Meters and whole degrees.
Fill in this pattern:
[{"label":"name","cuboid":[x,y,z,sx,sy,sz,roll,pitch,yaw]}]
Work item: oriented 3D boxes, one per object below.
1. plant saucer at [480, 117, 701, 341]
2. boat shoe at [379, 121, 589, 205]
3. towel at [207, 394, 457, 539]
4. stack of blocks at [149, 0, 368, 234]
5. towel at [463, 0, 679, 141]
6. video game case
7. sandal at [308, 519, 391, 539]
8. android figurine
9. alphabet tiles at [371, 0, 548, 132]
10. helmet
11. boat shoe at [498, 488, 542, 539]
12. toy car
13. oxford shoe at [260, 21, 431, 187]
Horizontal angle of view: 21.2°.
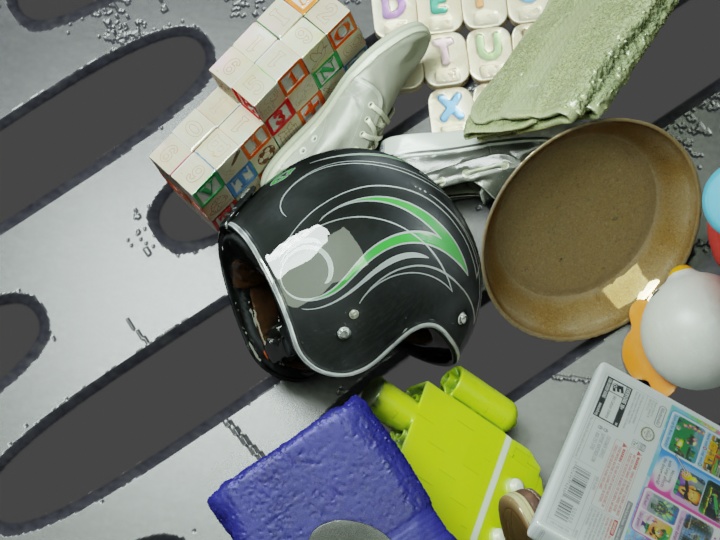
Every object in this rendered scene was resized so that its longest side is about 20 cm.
[{"label":"plant saucer","cuboid":[0.183,-0.038,1.571,0.200,0.201,0.035,-32,34,-4]},{"label":"boat shoe","cuboid":[0.115,-0.084,1.628,0.199,0.071,0.064,-6,74,12]},{"label":"towel","cuboid":[-0.006,0.214,1.447,0.147,0.050,0.201,-33,86,-2]},{"label":"stack of blocks","cuboid":[-0.083,-0.139,1.628,0.200,0.115,0.059,-46,65,-7]},{"label":"towel","cuboid":[0.177,-0.181,1.578,0.037,0.148,0.200,53,57,-24]},{"label":"video game case","cuboid":[0.238,0.180,1.497,0.181,0.024,0.200,29,42,2]},{"label":"sandal","cuboid":[0.018,0.268,1.381,0.076,0.043,0.201,-22,71,-3]},{"label":"android figurine","cuboid":[0.074,0.172,1.529,0.200,0.041,0.183,35,59,-19]},{"label":"alphabet tiles","cuboid":[0.111,-0.211,1.686,0.199,0.015,0.197,-6,75,4]},{"label":"helmet","cuboid":[0.000,0.000,1.552,0.190,0.200,0.201,-23,74,-18]},{"label":"boat shoe","cuboid":[0.180,0.242,1.508,0.072,0.072,0.200,-38,103,-16]},{"label":"toy car","cuboid":[0.290,0.022,1.555,0.199,0.184,0.178,-24,72,28]},{"label":"oxford shoe","cuboid":[-0.002,-0.125,1.637,0.058,0.075,0.200,42,93,25]}]
